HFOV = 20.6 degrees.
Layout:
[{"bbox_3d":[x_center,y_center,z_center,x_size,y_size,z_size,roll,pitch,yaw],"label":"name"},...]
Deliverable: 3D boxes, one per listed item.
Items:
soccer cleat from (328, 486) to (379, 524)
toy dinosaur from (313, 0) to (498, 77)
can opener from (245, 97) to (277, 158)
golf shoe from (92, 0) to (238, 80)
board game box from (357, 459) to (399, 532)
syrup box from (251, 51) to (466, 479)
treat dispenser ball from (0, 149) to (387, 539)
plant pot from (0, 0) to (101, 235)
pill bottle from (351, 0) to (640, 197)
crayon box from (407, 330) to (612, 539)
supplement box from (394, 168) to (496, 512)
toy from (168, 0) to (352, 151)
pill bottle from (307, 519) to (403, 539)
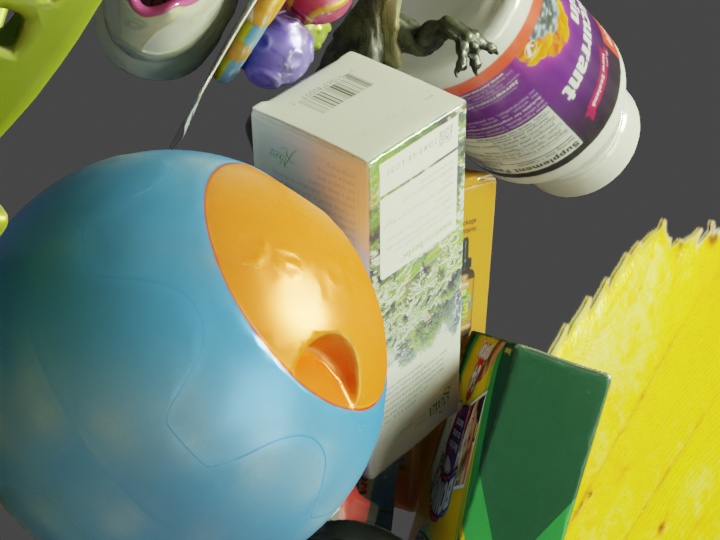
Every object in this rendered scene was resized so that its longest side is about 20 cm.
[{"bbox_3d":[-0.058,0.185,1.016,0.085,0.069,0.200,20,86,-16],"label":"soccer cleat"},{"bbox_3d":[0.018,-0.114,1.038,0.047,0.088,0.200,-22,147,-43],"label":"toy dinosaur"},{"bbox_3d":[-0.027,0.003,1.103,0.067,0.053,0.200,-41,131,-28],"label":"can opener"},{"bbox_3d":[-0.065,-0.188,0.937,0.092,0.075,0.200,124,-13,-82],"label":"golf shoe"},{"bbox_3d":[-0.060,0.152,1.084,0.200,0.037,0.152,17,75,-45],"label":"board game box"},{"bbox_3d":[0.000,0.000,1.020,0.079,0.081,0.200,-34,138,-38],"label":"syrup box"},{"bbox_3d":[-0.087,0.045,0.916,0.201,0.201,0.201,-24,122,-46],"label":"treat dispenser ball"},{"bbox_3d":[-0.201,-0.113,0.674,0.199,0.200,0.182,15,100,-27],"label":"plant pot"},{"bbox_3d":[0.088,-0.118,1.158,0.200,0.111,0.112,36,75,-53],"label":"pill bottle"},{"bbox_3d":[0.070,0.125,1.075,0.200,0.058,0.173,179,-71,-87],"label":"crayon box"},{"bbox_3d":[0.032,0.037,1.185,0.066,0.069,0.201,-17,118,-50],"label":"supplement box"},{"bbox_3d":[-0.028,-0.143,0.998,0.200,0.047,0.115,-64,-174,-17],"label":"toy"},{"bbox_3d":[-0.025,0.200,0.886,0.200,0.112,0.112,-62,152,-61],"label":"pill bottle"}]
